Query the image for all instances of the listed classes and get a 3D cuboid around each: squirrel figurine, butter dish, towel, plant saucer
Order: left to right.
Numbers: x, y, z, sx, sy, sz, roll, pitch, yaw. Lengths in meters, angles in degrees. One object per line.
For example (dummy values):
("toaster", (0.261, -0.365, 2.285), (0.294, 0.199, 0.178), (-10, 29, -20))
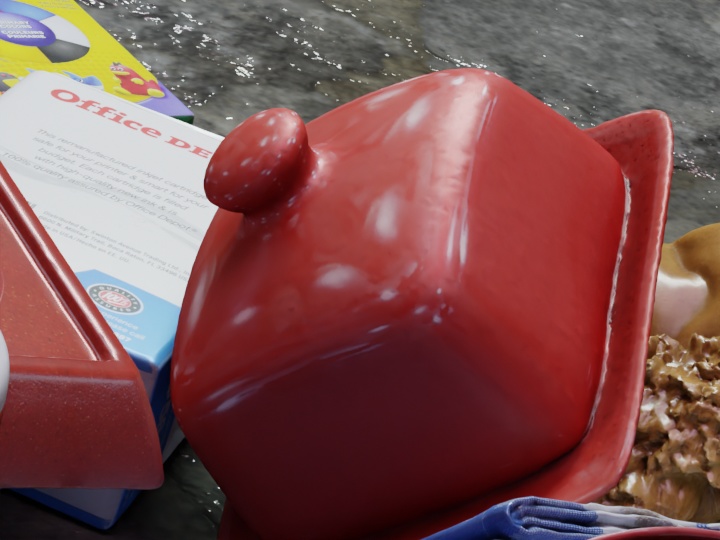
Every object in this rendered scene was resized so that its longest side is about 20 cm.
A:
("plant saucer", (-0.176, -0.009, 0.835), (0.199, 0.037, 0.200), (7, 37, -47))
("butter dish", (0.000, 0.000, 0.898), (0.148, 0.199, 0.201), (47, 39, -30))
("towel", (0.085, 0.112, 0.873), (0.199, 0.147, 0.024), (8, 67, -34))
("squirrel figurine", (0.102, 0.044, 1.023), (0.186, 0.142, 0.200), (6, 25, -7))

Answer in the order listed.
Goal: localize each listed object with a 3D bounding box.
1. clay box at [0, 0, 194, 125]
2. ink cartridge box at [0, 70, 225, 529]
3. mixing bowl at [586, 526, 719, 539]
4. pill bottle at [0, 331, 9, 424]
("clay box", (-0.185, -0.106, 1.232), (0.114, 0.048, 0.200), (-5, 35, -38))
("ink cartridge box", (-0.121, 0.004, 1.017), (0.145, 0.085, 0.200), (22, 27, 9))
("mixing bowl", (0.087, 0.190, 0.721), (0.199, 0.108, 0.201), (8, 63, -15))
("pill bottle", (-0.171, 0.098, 0.683), (0.112, 0.201, 0.112), (13, 27, -7))
